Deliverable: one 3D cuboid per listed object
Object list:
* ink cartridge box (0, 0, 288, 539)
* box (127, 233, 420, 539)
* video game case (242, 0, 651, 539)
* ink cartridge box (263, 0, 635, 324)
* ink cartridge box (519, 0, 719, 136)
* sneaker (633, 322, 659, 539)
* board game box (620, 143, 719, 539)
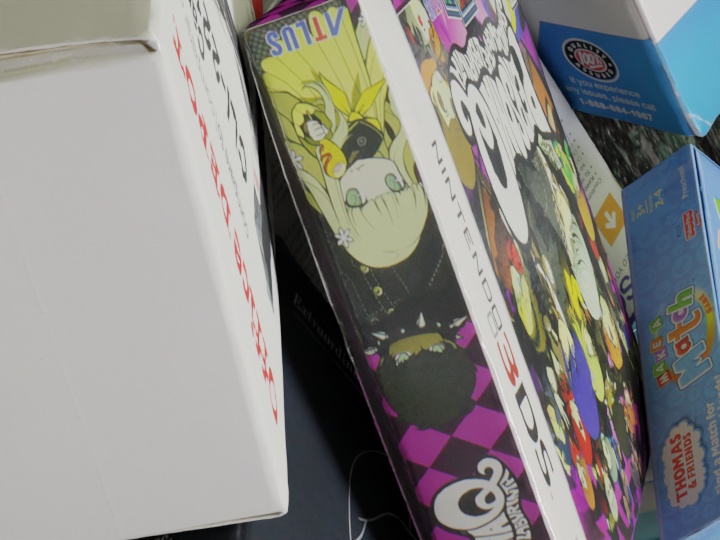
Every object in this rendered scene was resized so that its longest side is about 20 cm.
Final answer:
[{"bbox_3d":[-0.071,-0.055,0.569,0.200,0.083,0.145,-94,174,-45],"label":"ink cartridge box"},{"bbox_3d":[-0.033,0.120,0.612,0.149,0.107,0.200,51,28,-35],"label":"box"},{"bbox_3d":[0.033,-0.004,0.676,0.200,0.036,0.182,-54,126,-71],"label":"video game case"},{"bbox_3d":[0.000,0.000,0.778,0.200,0.043,0.197,54,55,-34],"label":"ink cartridge box"},{"bbox_3d":[0.065,-0.174,0.811,0.145,0.147,0.200,-47,130,-22],"label":"ink cartridge box"},{"bbox_3d":[0.119,0.035,0.959,0.200,0.079,0.131,-3,73,-69],"label":"sneaker"},{"bbox_3d":[0.166,0.068,0.804,0.200,0.037,0.152,36,35,-31],"label":"board game box"}]
